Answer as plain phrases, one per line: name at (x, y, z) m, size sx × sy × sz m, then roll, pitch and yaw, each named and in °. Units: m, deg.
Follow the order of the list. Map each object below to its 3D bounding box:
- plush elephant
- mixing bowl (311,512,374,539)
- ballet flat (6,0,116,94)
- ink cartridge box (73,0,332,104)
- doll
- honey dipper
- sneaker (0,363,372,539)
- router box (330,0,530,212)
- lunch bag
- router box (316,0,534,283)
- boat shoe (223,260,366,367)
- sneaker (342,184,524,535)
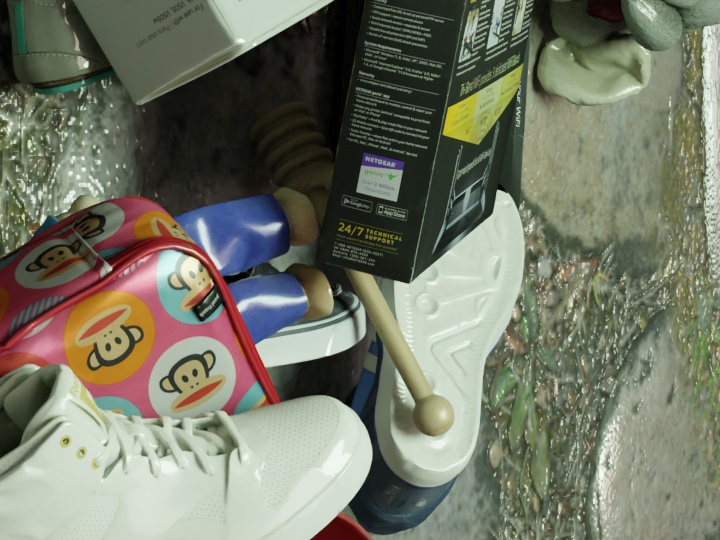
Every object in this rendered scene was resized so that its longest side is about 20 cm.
plush elephant at (0.169, -0.198, 1.535) m, size 0.200 × 0.155 × 0.165 m, roll 39°, pitch 51°, yaw -40°
mixing bowl at (-0.073, 0.217, 1.232) m, size 0.200 × 0.108 × 0.200 m, roll -1°, pitch 92°, yaw -53°
ballet flat at (-0.101, -0.138, 1.212) m, size 0.200 × 0.067 × 0.064 m, roll -24°, pitch 106°, yaw -52°
ink cartridge box at (-0.092, -0.199, 1.149) m, size 0.147 × 0.083 × 0.200 m, roll -36°, pitch 98°, yaw -48°
doll at (-0.111, 0.025, 1.161) m, size 0.200 × 0.048 × 0.137 m, roll -17°, pitch 105°, yaw -26°
honey dipper at (0.000, 0.000, 1.298) m, size 0.038 × 0.038 × 0.200 m, roll -7°, pitch 63°, yaw -54°
sneaker at (-0.093, 0.082, 1.025) m, size 0.200 × 0.074 × 0.116 m, roll -26°, pitch 128°, yaw -14°
router box at (0.045, -0.125, 1.431) m, size 0.149 × 0.051 × 0.200 m, roll 8°, pitch 86°, yaw -57°
lunch bag at (-0.138, 0.080, 1.097) m, size 0.200 × 0.082 × 0.176 m, roll -31°, pitch 125°, yaw -12°
router box at (0.040, -0.091, 1.233) m, size 0.200 × 0.052 × 0.157 m, roll -36°, pitch 139°, yaw -72°
boat shoe at (-0.069, 0.015, 1.269) m, size 0.200 × 0.072 × 0.068 m, roll -7°, pitch 99°, yaw -47°
sneaker at (0.028, 0.056, 1.383) m, size 0.081 × 0.146 × 0.200 m, roll 17°, pitch 62°, yaw -11°
